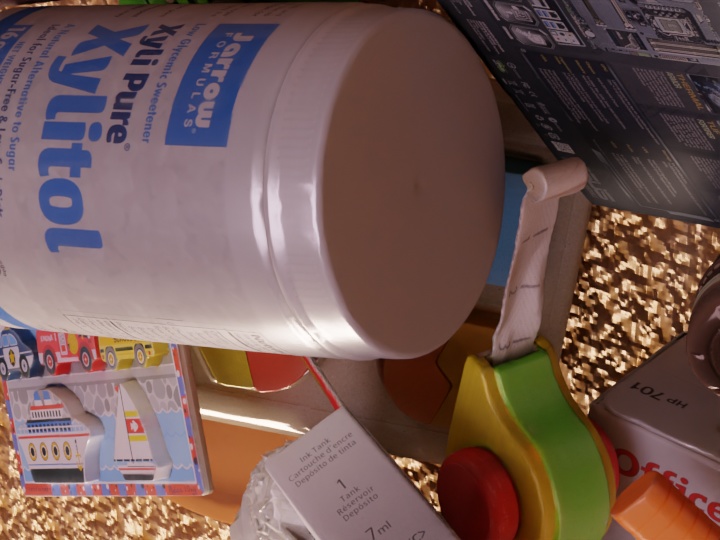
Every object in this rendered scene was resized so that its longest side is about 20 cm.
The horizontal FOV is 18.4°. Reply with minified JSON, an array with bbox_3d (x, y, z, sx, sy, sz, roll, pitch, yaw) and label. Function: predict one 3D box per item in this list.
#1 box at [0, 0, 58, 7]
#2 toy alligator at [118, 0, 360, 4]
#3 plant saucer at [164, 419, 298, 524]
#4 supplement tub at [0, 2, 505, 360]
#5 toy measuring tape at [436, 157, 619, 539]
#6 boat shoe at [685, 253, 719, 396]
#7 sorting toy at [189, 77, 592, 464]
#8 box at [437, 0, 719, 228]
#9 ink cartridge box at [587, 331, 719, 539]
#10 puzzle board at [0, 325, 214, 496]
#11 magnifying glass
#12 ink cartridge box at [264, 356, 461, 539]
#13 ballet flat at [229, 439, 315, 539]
[{"bbox_3d":[-0.115,-0.211,0.931,0.200,0.164,0.166,0,113,41],"label":"box"},{"bbox_3d":[-0.085,-0.123,1.019,0.200,0.059,0.054,-5,118,42],"label":"toy alligator"},{"bbox_3d":[-0.081,0.059,1.088,0.200,0.037,0.200,22,143,18],"label":"plant saucer"},{"bbox_3d":[-0.061,-0.036,0.846,0.200,0.132,0.132,3,114,34],"label":"supplement tub"},{"bbox_3d":[0.073,0.054,0.858,0.074,0.074,0.200,31,131,25],"label":"toy measuring tape"},{"bbox_3d":[0.221,0.043,0.841,0.202,0.075,0.075,30,123,-5],"label":"boat shoe"},{"bbox_3d":[0.000,0.000,0.960,0.185,0.036,0.200,11,121,3],"label":"sorting toy"},{"bbox_3d":[0.120,-0.079,0.801,0.158,0.051,0.200,14,160,37],"label":"box"},{"bbox_3d":[0.162,0.148,0.935,0.146,0.086,0.200,25,124,29],"label":"ink cartridge box"},{"bbox_3d":[-0.132,0.031,1.032,0.200,0.017,0.151,-9,90,59],"label":"puzzle board"},{"bbox_3d":[0.175,0.149,0.846,0.200,0.022,0.080,43,121,-9],"label":"magnifying glass"},{"bbox_3d":[0.018,0.125,0.917,0.176,0.045,0.200,49,172,47],"label":"ink cartridge box"},{"bbox_3d":[-0.021,0.122,0.999,0.072,0.200,0.072,-4,76,17],"label":"ballet flat"}]
